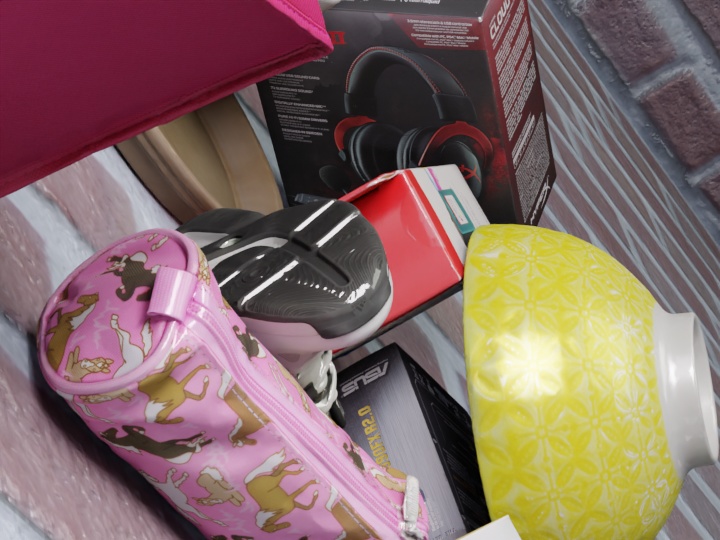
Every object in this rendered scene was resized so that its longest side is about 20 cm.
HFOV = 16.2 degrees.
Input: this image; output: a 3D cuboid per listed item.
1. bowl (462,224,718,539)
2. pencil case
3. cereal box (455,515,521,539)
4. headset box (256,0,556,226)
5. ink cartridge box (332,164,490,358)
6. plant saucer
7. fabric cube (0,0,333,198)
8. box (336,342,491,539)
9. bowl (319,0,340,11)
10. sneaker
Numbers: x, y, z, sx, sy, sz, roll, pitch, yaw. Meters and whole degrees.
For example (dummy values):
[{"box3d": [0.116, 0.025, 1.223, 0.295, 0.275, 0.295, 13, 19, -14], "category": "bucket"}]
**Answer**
[{"box3d": [0.127, 0.068, 1.313, 0.200, 0.107, 0.201, -9, 90, -76], "category": "bowl"}, {"box3d": [-0.049, 0.068, 1.038, 0.200, 0.086, 0.083, 48, 12, -37], "category": "pencil case"}, {"box3d": [0.069, 0.222, 1.148, 0.144, 0.039, 0.200, -19, 77, -55], "category": "cereal box"}, {"box3d": [0.021, -0.109, 1.436, 0.200, 0.148, 0.075, 77, 27, -43], "category": "headset box"}, {"box3d": [0.000, 0.000, 1.332, 0.067, 0.116, 0.200, 61, 13, 3], "category": "ink cartridge box"}, {"box3d": [-0.106, -0.093, 1.345, 0.200, 0.029, 0.200, 54, 14, -19], "category": "plant saucer"}, {"box3d": [-0.152, -0.152, 0.838, 0.196, 0.199, 0.200, 35, 36, -64], "category": "fabric cube"}, {"box3d": [0.066, 0.151, 1.387, 0.200, 0.048, 0.159, 43, 21, -51], "category": "box"}, {"box3d": [-0.095, -0.224, 1.301, 0.200, 0.075, 0.200, 38, 31, -34], "category": "bowl"}, {"box3d": [-0.022, 0.035, 1.126, 0.116, 0.076, 0.200, 59, -20, -18], "category": "sneaker"}]
